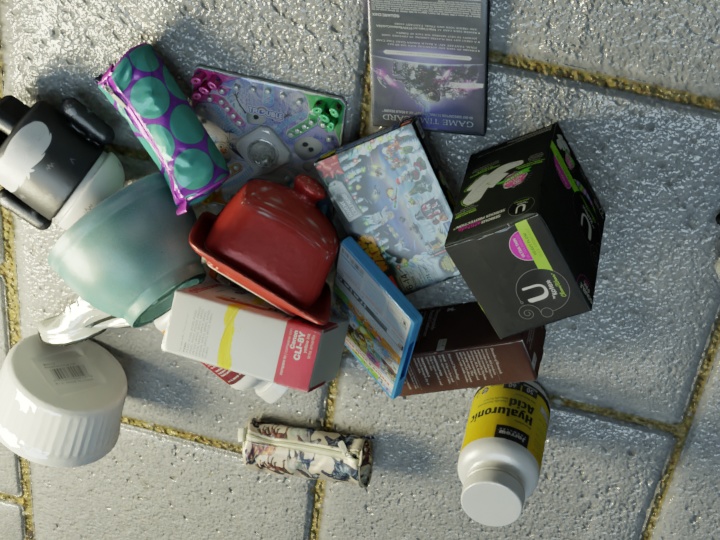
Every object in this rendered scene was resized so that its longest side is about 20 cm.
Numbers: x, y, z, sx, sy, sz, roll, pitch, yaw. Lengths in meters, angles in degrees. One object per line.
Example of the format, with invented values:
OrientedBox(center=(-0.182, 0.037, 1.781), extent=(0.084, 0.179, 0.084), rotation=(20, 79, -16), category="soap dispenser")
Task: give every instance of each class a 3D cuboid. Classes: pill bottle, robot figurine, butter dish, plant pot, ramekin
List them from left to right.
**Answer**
OrientedBox(center=(-0.401, -0.139, 1.748), extent=(0.199, 0.125, 0.150), rotation=(37, 151, -12), category="robot figurine")
OrientedBox(center=(-0.435, 0.180, 1.954), extent=(0.199, 0.201, 0.098), rotation=(24, 122, -2), category="ramekin")
OrientedBox(center=(-0.282, -0.012, 1.731), extent=(0.200, 0.200, 0.135), rotation=(-41, 82, 36), category="plant pot")
OrientedBox(center=(-0.176, 0.091, 1.858), extent=(0.200, 0.113, 0.113), rotation=(40, 127, -14), category="pill bottle")
OrientedBox(center=(-0.095, -0.051, 1.673), extent=(0.199, 0.200, 0.148), rotation=(30, 103, -7), category="butter dish")
OrientedBox(center=(0.191, 0.243, 1.807), extent=(0.110, 0.201, 0.112), rotation=(8, 128, 10), category="pill bottle")

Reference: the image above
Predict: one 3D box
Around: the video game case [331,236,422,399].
OrientedBox(center=(0.015, 0.063, 1.709), extent=(0.143, 0.018, 0.201), rotation=(48, 154, 21), category="video game case")

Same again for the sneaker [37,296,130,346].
OrientedBox(center=(-0.385, 0.031, 1.913), extent=(0.199, 0.076, 0.116), rotation=(-15, 112, 17), category="sneaker")

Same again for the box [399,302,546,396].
OrientedBox(center=(0.138, 0.100, 1.780), extent=(0.198, 0.100, 0.075), rotation=(-8, 123, 21), category="box")

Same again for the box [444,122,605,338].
OrientedBox(center=(0.198, -0.048, 1.585), extent=(0.124, 0.201, 0.149), rotation=(-19, 119, 28), category="box")

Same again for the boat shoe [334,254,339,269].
OrientedBox(center=(0.000, 0.000, 1.771), extent=(0.076, 0.072, 0.201), rotation=(31, 129, 12), category="boat shoe")

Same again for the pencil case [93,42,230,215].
OrientedBox(center=(-0.244, -0.175, 1.665), extent=(0.085, 0.092, 0.201), rotation=(-26, 101, 46), category="pencil case")

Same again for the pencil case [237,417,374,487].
OrientedBox(center=(-0.080, 0.267, 1.983), extent=(0.198, 0.078, 0.090), rotation=(7, 149, 12), category="pencil case")

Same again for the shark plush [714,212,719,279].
OrientedBox(center=(0.511, -0.049, 1.604), extent=(0.199, 0.091, 0.083), rotation=(-33, 134, 12), category="shark plush")

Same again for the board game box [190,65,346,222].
OrientedBox(center=(-0.125, -0.149, 1.718), extent=(0.198, 0.026, 0.201), rotation=(14, 129, 7), category="board game box")

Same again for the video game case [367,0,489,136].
OrientedBox(center=(0.080, -0.254, 1.583), extent=(0.142, 0.019, 0.201), rotation=(7, 128, 12), category="video game case")

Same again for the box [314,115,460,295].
OrientedBox(center=(0.047, -0.072, 1.656), extent=(0.136, 0.040, 0.201), rotation=(-21, 105, 20), category="box")

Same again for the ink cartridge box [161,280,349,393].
OrientedBox(center=(-0.130, 0.080, 1.698), extent=(0.198, 0.145, 0.084), rotation=(15, 97, 12), category="ink cartridge box")
